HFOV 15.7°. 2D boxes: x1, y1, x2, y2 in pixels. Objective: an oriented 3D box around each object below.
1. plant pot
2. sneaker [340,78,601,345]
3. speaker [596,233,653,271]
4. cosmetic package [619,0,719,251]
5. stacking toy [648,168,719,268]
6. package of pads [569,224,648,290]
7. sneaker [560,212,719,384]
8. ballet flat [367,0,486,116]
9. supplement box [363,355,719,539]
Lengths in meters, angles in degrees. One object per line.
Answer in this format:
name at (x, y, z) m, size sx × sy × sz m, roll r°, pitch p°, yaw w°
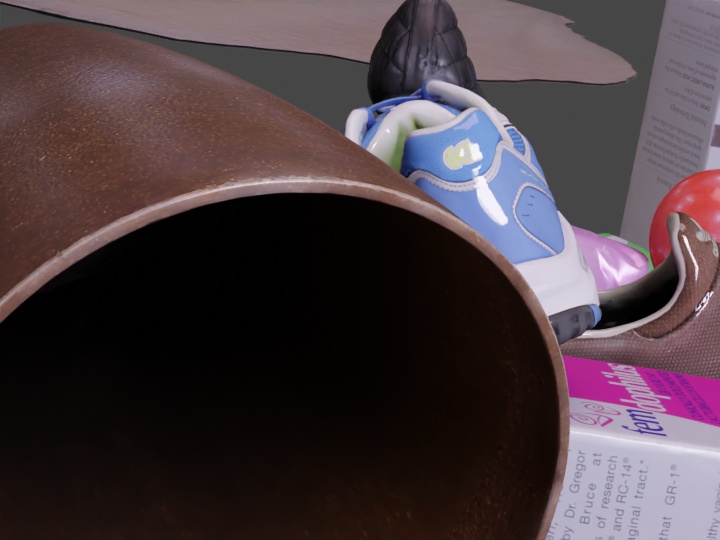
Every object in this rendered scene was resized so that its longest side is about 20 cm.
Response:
plant pot at (-0.068, 0.013, 0.732) m, size 0.186 × 0.188 × 0.200 m, roll 5°, pitch 27°, yaw -28°
sneaker at (0.028, -0.027, 0.856) m, size 0.075 × 0.077 × 0.200 m, roll -22°, pitch 14°, yaw -8°
speaker at (0.036, 0.008, 1.225) m, size 0.199 × 0.089 × 0.088 m, roll 12°, pitch 11°, yaw 6°
cosmetic package at (0.197, -0.035, 1.294) m, size 0.112 × 0.201 × 0.081 m, roll 4°, pitch 12°, yaw -21°
stacking toy at (0.201, 0.017, 1.007) m, size 0.199 × 0.086 × 0.085 m, roll 19°, pitch 9°, yaw -15°
package of pads at (0.000, 0.000, 1.015) m, size 0.199 × 0.076 × 0.120 m, roll 13°, pitch 2°, yaw -16°
sneaker at (0.040, 0.038, 0.909) m, size 0.199 × 0.076 × 0.071 m, roll -20°, pitch 22°, yaw 4°
ballet flat at (0.040, -0.069, 1.200) m, size 0.066 × 0.057 × 0.200 m, roll 10°, pitch -13°, yaw 6°
supplement box at (0.089, 0.090, 0.833) m, size 0.199 × 0.104 × 0.101 m, roll 8°, pitch 12°, yaw -6°
